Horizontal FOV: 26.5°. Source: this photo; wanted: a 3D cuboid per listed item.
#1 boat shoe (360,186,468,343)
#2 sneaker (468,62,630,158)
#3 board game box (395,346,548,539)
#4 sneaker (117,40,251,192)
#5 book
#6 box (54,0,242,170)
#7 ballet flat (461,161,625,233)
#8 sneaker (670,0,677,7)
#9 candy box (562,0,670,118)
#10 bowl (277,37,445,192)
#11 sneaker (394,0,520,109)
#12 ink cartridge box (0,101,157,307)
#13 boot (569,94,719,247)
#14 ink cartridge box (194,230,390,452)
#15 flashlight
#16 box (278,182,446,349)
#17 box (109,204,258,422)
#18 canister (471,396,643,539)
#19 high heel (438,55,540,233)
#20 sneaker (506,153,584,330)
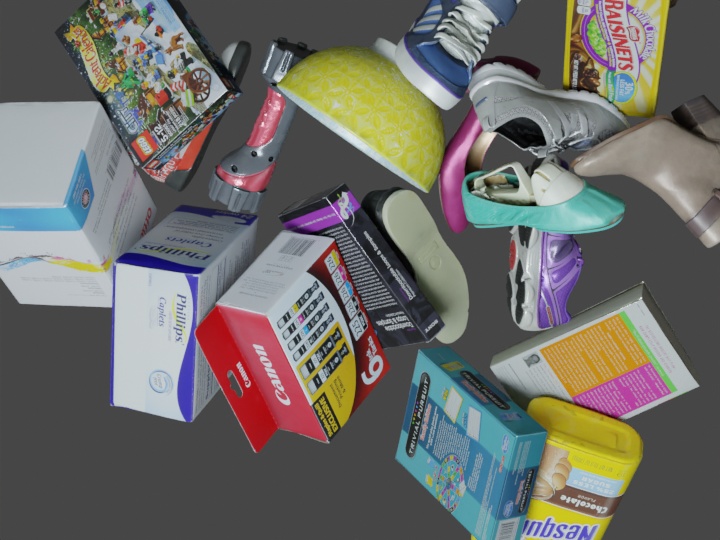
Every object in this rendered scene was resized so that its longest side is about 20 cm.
[{"bbox_3d":[0.064,-0.007,1.746,0.063,0.074,0.202,10,133,54],"label":"boat shoe"},{"bbox_3d":[0.197,-0.147,1.606,0.200,0.082,0.075,14,149,-25],"label":"sneaker"},{"bbox_3d":[0.123,0.200,1.747,0.047,0.200,0.151,-4,118,-32],"label":"board game box"},{"bbox_3d":[-0.209,-0.194,1.739,0.108,0.067,0.202,30,118,-1],"label":"sneaker"},{"bbox_3d":[0.267,0.117,1.746,0.200,0.048,0.134,-27,105,23],"label":"book"},{"bbox_3d":[-0.238,-0.231,1.702,0.137,0.038,0.200,-40,74,18],"label":"box"},{"bbox_3d":[0.181,-0.079,1.594,0.200,0.067,0.071,3,128,45],"label":"ballet flat"},{"bbox_3d":[0.307,-0.313,1.566,0.075,0.071,0.200,33,122,-18],"label":"sneaker"},{"bbox_3d":[0.261,-0.236,1.566,0.102,0.026,0.200,7,145,10],"label":"candy box"},{"bbox_3d":[0.021,-0.183,1.633,0.200,0.200,0.108,35,91,0],"label":"bowl"},{"bbox_3d":[0.111,-0.259,1.556,0.081,0.200,0.146,38,113,-14],"label":"sneaker"},{"bbox_3d":[-0.342,-0.072,1.733,0.146,0.147,0.200,1,146,16],"label":"ink cartridge box"},{"bbox_3d":[0.333,-0.091,1.588,0.200,0.070,0.146,-26,85,-16],"label":"boot"},{"bbox_3d":[-0.074,0.089,1.718,0.084,0.176,0.200,10,137,39],"label":"ink cartridge box"},{"bbox_3d":[-0.112,-0.164,1.726,0.068,0.068,0.200,30,116,17],"label":"flashlight"},{"bbox_3d":[0.000,0.000,1.733,0.200,0.036,0.143,56,155,-9],"label":"box"},{"bbox_3d":[-0.201,0.044,1.756,0.105,0.200,0.184,10,113,12],"label":"box"},{"bbox_3d":[0.227,0.255,1.765,0.148,0.087,0.200,18,125,1],"label":"canister"},{"bbox_3d":[0.140,-0.134,1.666,0.096,0.067,0.200,10,110,23],"label":"high heel"},{"bbox_3d":[0.211,-0.032,1.699,0.083,0.081,0.200,-2,108,-16],"label":"sneaker"}]
